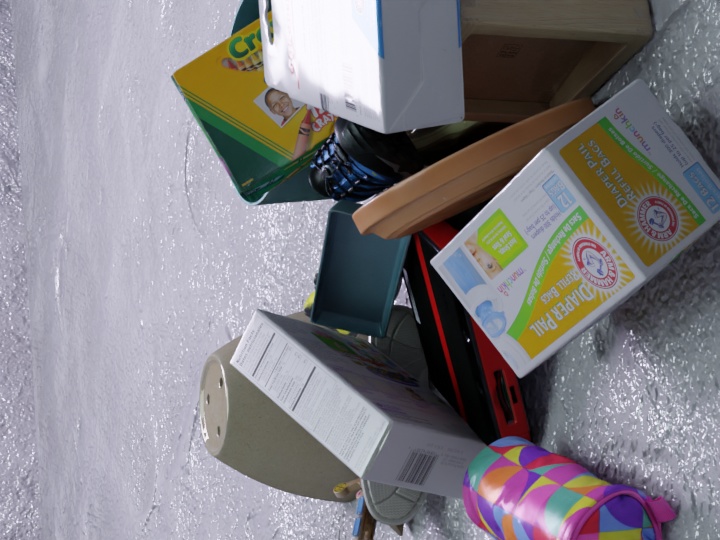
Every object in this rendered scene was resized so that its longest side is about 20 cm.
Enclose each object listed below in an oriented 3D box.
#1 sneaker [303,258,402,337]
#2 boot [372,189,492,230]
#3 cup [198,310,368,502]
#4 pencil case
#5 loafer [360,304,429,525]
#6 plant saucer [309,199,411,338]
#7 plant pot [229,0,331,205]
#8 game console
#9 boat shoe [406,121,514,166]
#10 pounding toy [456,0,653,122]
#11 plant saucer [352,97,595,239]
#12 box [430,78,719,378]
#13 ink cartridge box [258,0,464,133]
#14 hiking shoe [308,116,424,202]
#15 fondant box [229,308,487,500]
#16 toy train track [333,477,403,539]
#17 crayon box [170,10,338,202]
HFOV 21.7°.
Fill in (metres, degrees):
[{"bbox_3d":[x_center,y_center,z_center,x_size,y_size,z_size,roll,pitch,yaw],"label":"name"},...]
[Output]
[{"bbox_3d":[-0.003,-0.007,1.687,0.085,0.074,0.200,-68,9,-21],"label":"sneaker"},{"bbox_3d":[0.070,-0.011,1.615,0.200,0.077,0.140,149,108,-75],"label":"boot"},{"bbox_3d":[-0.082,0.135,1.895,0.200,0.142,0.203,-179,90,-68],"label":"cup"},{"bbox_3d":[0.149,0.180,1.384,0.200,0.087,0.089,-162,74,-66],"label":"pencil case"},{"bbox_3d":[0.034,0.135,1.716,0.063,0.071,0.202,102,170,-74],"label":"loafer"},{"bbox_3d":[0.000,0.000,1.574,0.201,0.069,0.019,102,-179,-60],"label":"plant saucer"},{"bbox_3d":[-0.023,-0.159,1.728,0.200,0.159,0.203,180,90,-68],"label":"plant pot"},{"bbox_3d":[0.079,0.043,1.536,0.177,0.031,0.202,-132,23,-61],"label":"game console"},{"bbox_3d":[0.081,-0.131,1.582,0.200,0.072,0.064,158,113,-64],"label":"boat shoe"},{"bbox_3d":[0.085,-0.201,1.418,0.200,0.182,0.144,135,132,-61],"label":"pounding toy"},{"bbox_3d":[0.089,-0.071,1.404,0.033,0.199,0.200,63,155,3],"label":"plant saucer"},{"bbox_3d":[0.150,-0.025,1.299,0.113,0.101,0.200,51,150,6],"label":"box"},{"bbox_3d":[-0.004,-0.176,1.352,0.200,0.067,0.117,28,125,58],"label":"ink cartridge box"},{"bbox_3d":[0.000,-0.084,1.490,0.075,0.086,0.200,57,-175,7],"label":"hiking shoe"},{"bbox_3d":[0.003,0.113,1.592,0.200,0.144,0.059,38,104,43],"label":"fondant box"},{"bbox_3d":[-0.004,0.220,1.702,0.115,0.032,0.200,60,-163,-21],"label":"toy train track"},{"bbox_3d":[-0.043,-0.162,1.573,0.119,0.199,0.058,58,-179,8],"label":"crayon box"}]
